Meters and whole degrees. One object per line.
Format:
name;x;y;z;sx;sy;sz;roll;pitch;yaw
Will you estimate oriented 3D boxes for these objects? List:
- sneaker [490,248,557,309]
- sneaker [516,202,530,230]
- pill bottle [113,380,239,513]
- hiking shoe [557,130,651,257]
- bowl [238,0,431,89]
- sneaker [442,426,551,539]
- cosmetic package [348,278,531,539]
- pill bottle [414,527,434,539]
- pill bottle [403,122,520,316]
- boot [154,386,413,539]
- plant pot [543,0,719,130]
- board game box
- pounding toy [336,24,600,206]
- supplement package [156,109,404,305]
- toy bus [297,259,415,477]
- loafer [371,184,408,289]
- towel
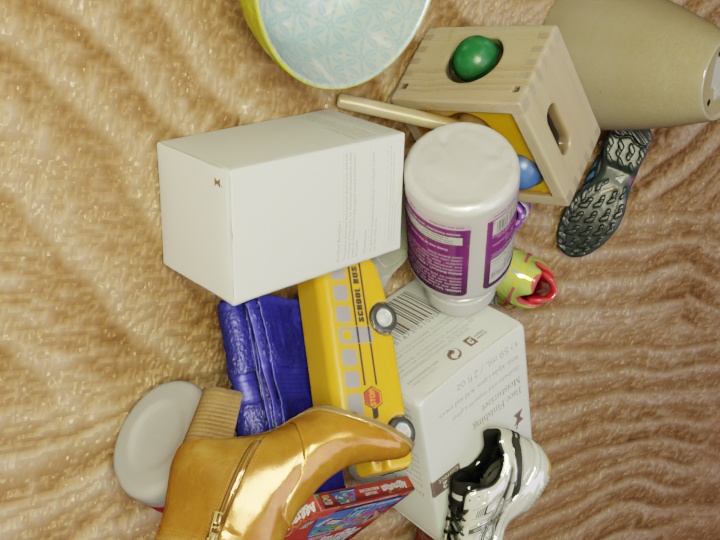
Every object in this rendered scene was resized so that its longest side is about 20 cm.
sneaker;0.202;0.018;1.158;0.199;0.089;0.080;15;97;-66
sneaker;0.171;-0.086;1.103;0.199;0.088;0.082;-35;128;-31
pill bottle;-0.133;0.197;0.904;0.113;0.111;0.200;-56;136;-10
hiking shoe;0.333;-0.108;1.264;0.202;0.074;0.087;-62;167;15
bowl;-0.038;-0.267;0.797;0.198;0.107;0.204;-23;127;-34
sneaker;0.112;0.253;0.977;0.087;0.075;0.202;36;82;-28
cosmetic package;0.079;0.149;1.054;0.164;0.164;0.203;-32;127;-28
pill bottle;0.136;0.306;1.219;0.111;0.111;0.204;-3;109;-44
pill bottle;0.100;-0.042;0.942;0.112;0.112;0.201;-43;153;-22
boot;-0.060;0.186;0.778;0.071;0.197;0.147;104;-3;-64
plant pot;0.343;-0.247;1.123;0.185;0.198;0.191;-19;120;-38
board game box;-0.028;0.244;0.920;0.103;0.020;0.199;-40;158;18
pounding toy;0.114;-0.158;0.966;0.200;0.182;0.144;50;59;-44
supplement package;-0.069;-0.066;0.850;0.198;0.116;0.119;-18;120;-39
toy bus;-0.006;0.092;0.892;0.077;0.065;0.204;-1;73;-28
loafer;0.000;0.000;0.997;0.071;0.063;0.203;29;70;-20
towel;-0.066;0.124;0.895;0.147;0.049;0.204;8;69;-62
